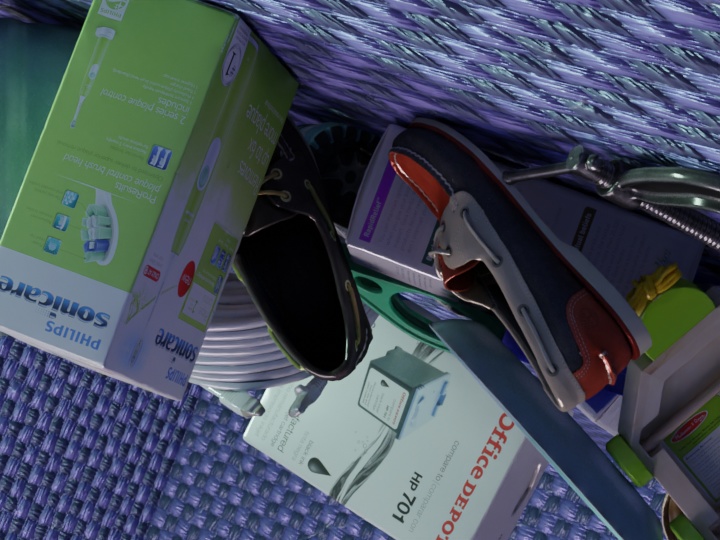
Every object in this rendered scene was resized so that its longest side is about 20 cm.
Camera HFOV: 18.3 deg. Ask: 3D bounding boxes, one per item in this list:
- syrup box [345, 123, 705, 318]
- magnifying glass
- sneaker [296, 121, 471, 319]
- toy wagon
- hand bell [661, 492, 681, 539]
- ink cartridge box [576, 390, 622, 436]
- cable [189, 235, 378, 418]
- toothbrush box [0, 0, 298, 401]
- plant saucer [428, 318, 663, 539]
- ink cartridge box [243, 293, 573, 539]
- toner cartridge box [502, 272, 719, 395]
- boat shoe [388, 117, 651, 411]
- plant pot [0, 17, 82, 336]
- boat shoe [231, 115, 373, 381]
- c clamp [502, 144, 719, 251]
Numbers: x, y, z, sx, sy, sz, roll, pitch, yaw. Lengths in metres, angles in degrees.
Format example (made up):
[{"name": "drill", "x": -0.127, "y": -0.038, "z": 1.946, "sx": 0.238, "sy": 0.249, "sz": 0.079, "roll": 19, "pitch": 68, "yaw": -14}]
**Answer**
[{"name": "syrup box", "x": 0.095, "y": -0.012, "z": 1.328, "sx": 0.199, "sy": 0.082, "sz": 0.079, "roll": 22, "pitch": 173, "yaw": 6}, {"name": "magnifying glass", "x": 0.000, "y": 0.000, "z": 1.401, "sx": 0.199, "sy": 0.023, "sz": 0.080, "roll": 26, "pitch": 158, "yaw": -6}, {"name": "sneaker", "x": 0.025, "y": -0.040, "z": 1.447, "sx": 0.200, "sy": 0.078, "sz": 0.086, "roll": 36, "pitch": 174, "yaw": -30}, {"name": "toy wagon", "x": 0.211, "y": 0.068, "z": 1.273, "sx": 0.200, "sy": 0.155, "sz": 0.040, "roll": 49, "pitch": -178, "yaw": -23}, {"name": "hand bell", "x": 0.276, "y": 0.117, "z": 1.608, "sx": 0.103, "sy": 0.105, "sz": 0.200, "roll": 21, "pitch": -145, "yaw": -1}, {"name": "ink cartridge box", "x": 0.125, "y": 0.040, "z": 1.598, "sx": 0.196, "sy": 0.043, "sz": 0.200, "roll": 44, "pitch": -176, "yaw": 17}, {"name": "cable", "x": -0.075, "y": -0.004, "z": 1.518, "sx": 0.199, "sy": 0.200, "sz": 0.070, "roll": 20, "pitch": 140, "yaw": 28}, {"name": "toothbrush box", "x": -0.120, "y": -0.042, "z": 1.239, "sx": 0.086, "sy": 0.201, "sz": 0.146, "roll": 20, "pitch": 174, "yaw": 15}, {"name": "plant saucer", "x": 0.116, "y": 0.099, "z": 1.335, "sx": 0.200, "sy": 0.027, "sz": 0.200, "roll": 49, "pitch": 180, "yaw": 0}, {"name": "ink cartridge box", "x": 0.036, "y": 0.112, "z": 1.671, "sx": 0.199, "sy": 0.147, "sz": 0.086, "roll": 31, "pitch": -170, "yaw": 22}, {"name": "toner cartridge box", "x": 0.190, "y": 0.040, "z": 1.405, "sx": 0.199, "sy": 0.095, "sz": 0.043, "roll": 18, "pitch": 130, "yaw": 29}, {"name": "boat shoe", "x": 0.074, "y": -0.007, "z": 1.230, "sx": 0.200, "sy": 0.062, "sz": 0.071, "roll": 48, "pitch": 172, "yaw": 28}, {"name": "plant pot", "x": -0.164, "y": -0.060, "z": 1.426, "sx": 0.133, "sy": 0.202, "sz": 0.200, "roll": -1, "pitch": 177, "yaw": -7}, {"name": "boat shoe", "x": -0.049, "y": -0.029, "z": 1.336, "sx": 0.202, "sy": 0.071, "sz": 0.061, "roll": 64, "pitch": -177, "yaw": -7}, {"name": "c clamp", "x": 0.196, "y": -0.022, "z": 1.165, "sx": 0.199, "sy": 0.027, "sz": 0.171, "roll": 25, "pitch": 169, "yaw": -20}]
